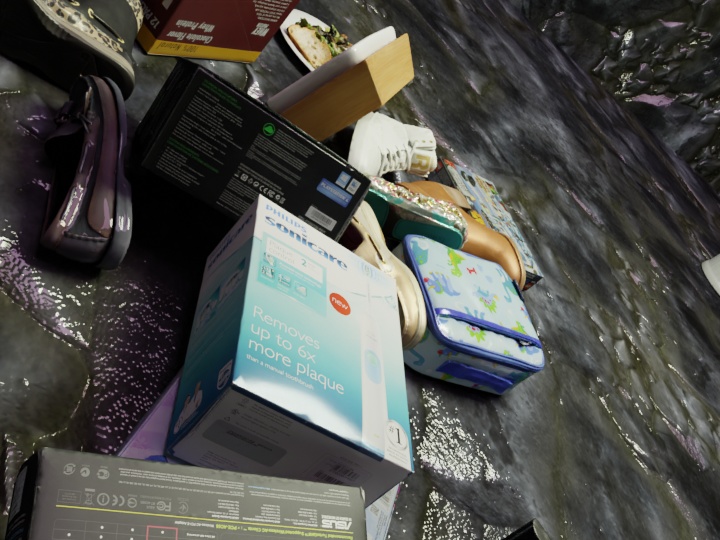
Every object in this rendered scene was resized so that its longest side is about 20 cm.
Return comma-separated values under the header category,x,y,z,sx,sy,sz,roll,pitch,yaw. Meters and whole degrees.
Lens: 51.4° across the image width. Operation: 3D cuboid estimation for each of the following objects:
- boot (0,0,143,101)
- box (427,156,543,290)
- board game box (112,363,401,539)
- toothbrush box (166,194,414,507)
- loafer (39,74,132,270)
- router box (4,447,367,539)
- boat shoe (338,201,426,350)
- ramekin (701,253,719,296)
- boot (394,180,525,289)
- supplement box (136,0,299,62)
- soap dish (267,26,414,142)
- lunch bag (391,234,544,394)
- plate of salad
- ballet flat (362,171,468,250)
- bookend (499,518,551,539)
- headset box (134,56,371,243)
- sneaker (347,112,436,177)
category,x,y,z,sx,sy,sz,roll,pitch,yaw
boot,-0.295,-0.261,0.716,0.199,0.073,0.151,33,34,-30
box,0.186,-0.071,1.133,0.136,0.040,0.201,18,41,-42
board game box,-0.073,0.162,0.525,0.199,0.041,0.200,43,30,-7
toothbrush box,-0.046,0.061,0.556,0.146,0.085,0.201,32,31,-24
loafer,-0.228,-0.092,0.609,0.063,0.072,0.201,12,47,-38
router box,-0.086,0.186,0.391,0.199,0.062,0.151,17,50,-30
boat shoe,0.000,0.000,0.790,0.069,0.074,0.201,8,40,-40
ramekin,1.032,0.031,2.029,0.200,0.098,0.201,32,33,-24
boot,0.113,-0.039,0.976,0.154,0.074,0.200,0,43,-46
supplement box,-0.167,-0.369,0.879,0.133,0.200,0.197,52,30,11
soap dish,-0.018,-0.234,0.967,0.082,0.157,0.200,58,28,-13
lunch bag,0.116,0.054,0.859,0.199,0.082,0.162,20,42,-36
plate of salad,-0.040,-0.339,1.159,0.199,0.048,0.201,32,33,-23
ballet flat,0.037,-0.075,0.898,0.199,0.076,0.064,22,38,-13
bookend,0.116,0.318,0.530,0.199,0.092,0.199,-10,60,-54
headset box,-0.107,-0.105,0.687,0.173,0.093,0.200,31,5,-23
sneaker,0.046,-0.155,0.987,0.115,0.074,0.200,16,32,3
